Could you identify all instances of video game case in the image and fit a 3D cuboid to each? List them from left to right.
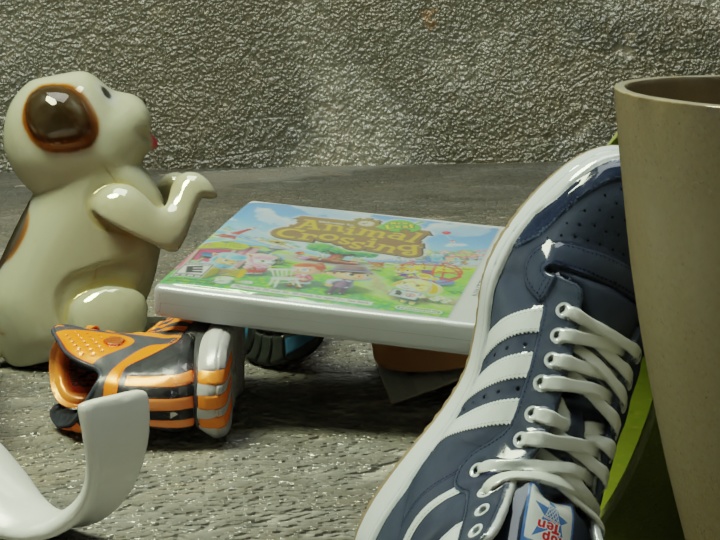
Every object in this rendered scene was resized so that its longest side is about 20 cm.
[{"bbox_3d":[0.000,0.000,1.028,0.199,0.022,0.182,6,19,13],"label":"video game case"}]

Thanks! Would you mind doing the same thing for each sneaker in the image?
[{"bbox_3d":[-0.127,0.047,1.023,0.111,0.078,0.200,0,8,1],"label":"sneaker"},{"bbox_3d":[-0.058,0.021,1.223,0.082,0.074,0.200,-2,9,-22],"label":"sneaker"},{"bbox_3d":[0.070,0.055,0.606,0.070,0.201,0.109,27,5,-17],"label":"sneaker"}]

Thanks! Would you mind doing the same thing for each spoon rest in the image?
[{"bbox_3d":[-0.178,0.097,0.800,0.199,0.061,0.099,-12,-2,39],"label":"spoon rest"}]

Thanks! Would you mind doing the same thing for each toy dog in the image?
[{"bbox_3d":[-0.197,-0.039,1.199,0.193,0.201,0.140,-1,7,-4],"label":"toy dog"}]

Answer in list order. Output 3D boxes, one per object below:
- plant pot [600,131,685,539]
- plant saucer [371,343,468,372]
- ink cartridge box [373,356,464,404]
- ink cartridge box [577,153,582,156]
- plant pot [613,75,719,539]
[{"bbox_3d":[0.196,0.046,0.737,0.199,0.188,0.187,13,6,-9],"label":"plant pot"},{"bbox_3d":[0.100,0.016,1.120,0.199,0.038,0.200,-16,10,3],"label":"plant saucer"},{"bbox_3d":[0.114,0.058,1.115,0.199,0.047,0.160,-18,9,-1],"label":"ink cartridge box"},{"bbox_3d":[0.234,-0.025,1.291,0.144,0.084,0.200,11,-1,12],"label":"ink cartridge box"},{"bbox_3d":[0.174,0.041,0.567,0.186,0.201,0.187,1,11,0],"label":"plant pot"}]
